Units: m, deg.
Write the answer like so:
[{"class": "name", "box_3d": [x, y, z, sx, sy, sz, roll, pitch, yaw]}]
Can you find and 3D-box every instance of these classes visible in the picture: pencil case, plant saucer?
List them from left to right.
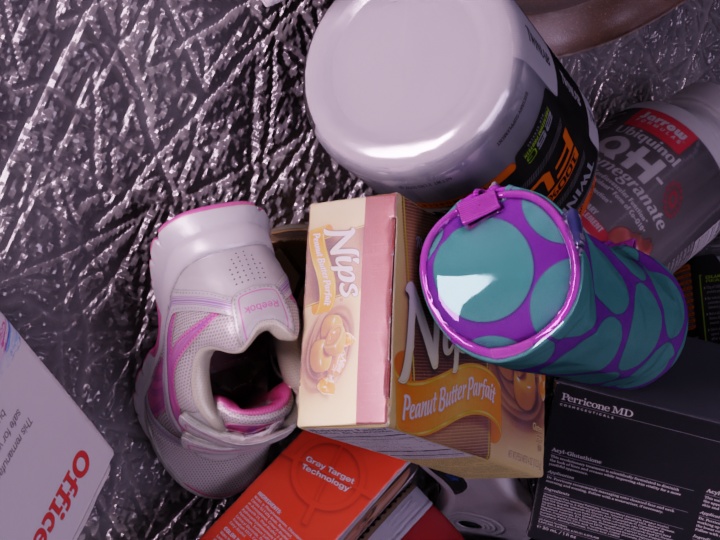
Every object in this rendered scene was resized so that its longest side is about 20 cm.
[{"class": "pencil case", "box_3d": [0.111, 0.012, 0.718, 0.200, 0.085, 0.093, 20, 62, -60]}, {"class": "plant saucer", "box_3d": [0.131, -0.188, 0.779, 0.199, 0.200, 0.032, 2, 62, -43]}]

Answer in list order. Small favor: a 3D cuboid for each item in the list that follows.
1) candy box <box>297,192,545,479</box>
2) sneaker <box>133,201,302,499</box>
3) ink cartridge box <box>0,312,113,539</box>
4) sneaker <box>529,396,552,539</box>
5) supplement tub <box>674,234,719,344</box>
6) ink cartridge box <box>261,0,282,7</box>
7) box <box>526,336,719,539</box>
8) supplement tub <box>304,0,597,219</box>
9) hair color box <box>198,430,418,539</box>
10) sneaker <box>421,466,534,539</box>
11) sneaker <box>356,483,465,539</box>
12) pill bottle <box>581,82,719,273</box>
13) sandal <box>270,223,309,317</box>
[{"class": "candy box", "box_3d": [0.041, 0.044, 0.729, 0.200, 0.055, 0.116, 27, 61, -56]}, {"class": "sneaker", "box_3d": [-0.073, 0.064, 0.714, 0.081, 0.088, 0.201, -13, 137, -18]}, {"class": "ink cartridge box", "box_3d": [-0.213, 0.078, 0.587, 0.200, 0.084, 0.145, 61, 37, -38]}, {"class": "sneaker", "box_3d": [0.177, 0.153, 1.030, 0.078, 0.066, 0.201, -7, 112, -52]}, {"class": "supplement tub", "box_3d": [0.264, 0.065, 0.979, 0.123, 0.122, 0.201, 43, 41, -43]}, {"class": "ink cartridge box", "box_3d": [0.031, -0.231, 0.673, 0.200, 0.146, 0.086, -33, 90, -29]}, {"class": "box", "box_3d": [0.216, 0.122, 0.844, 0.079, 0.199, 0.142, -62, 161, -48]}, {"class": "supplement tub", "box_3d": [0.062, -0.082, 0.757, 0.123, 0.122, 0.200, -65, 151, -2]}, {"class": "hair color box", "box_3d": [-0.048, 0.160, 0.793, 0.200, 0.061, 0.102, -46, 168, -20]}, {"class": "sneaker", "box_3d": [0.089, 0.108, 0.922, 0.200, 0.073, 0.112, 67, 30, -58]}, {"class": "sneaker", "box_3d": [0.012, 0.241, 0.856, 0.200, 0.112, 0.071, -44, 172, -29]}, {"class": "pill bottle", "box_3d": [0.187, -0.047, 0.923, 0.200, 0.110, 0.111, -37, 128, -27]}, {"class": "sandal", "box_3d": [0.000, 0.000, 0.805, 0.199, 0.054, 0.080, 6, 135, -47]}]
